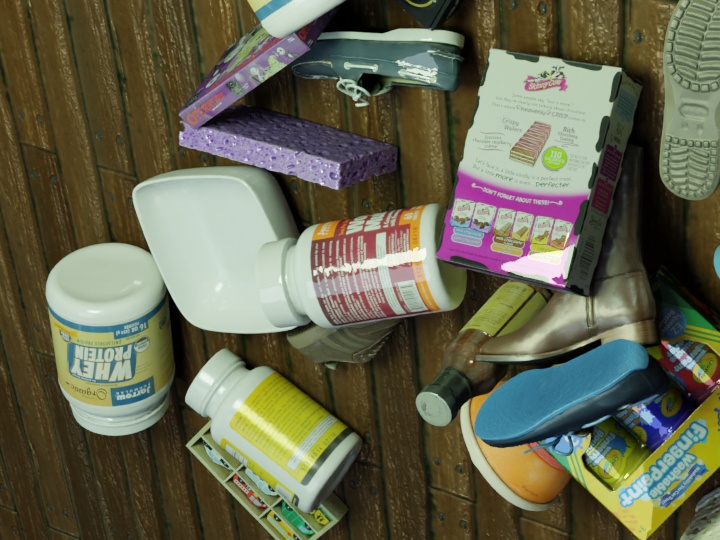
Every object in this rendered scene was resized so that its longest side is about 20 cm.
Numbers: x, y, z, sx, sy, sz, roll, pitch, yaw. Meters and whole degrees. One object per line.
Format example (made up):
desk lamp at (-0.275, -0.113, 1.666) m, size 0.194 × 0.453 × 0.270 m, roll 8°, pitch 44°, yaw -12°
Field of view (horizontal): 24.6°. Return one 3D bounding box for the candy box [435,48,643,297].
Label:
candy box at (0.161, -0.089, 1.486) m, size 0.136 × 0.061 × 0.201 m, roll 14°, pitch 88°, yaw 31°

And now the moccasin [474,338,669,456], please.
moccasin at (0.190, 0.127, 1.489) m, size 0.068 × 0.081 × 0.200 m, roll 34°, pitch 143°, yaw -30°

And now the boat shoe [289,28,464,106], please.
boat shoe at (0.012, -0.195, 1.594) m, size 0.199 × 0.075 × 0.062 m, roll 2°, pitch 85°, yaw 30°

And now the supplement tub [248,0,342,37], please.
supplement tub at (-0.066, -0.322, 1.437) m, size 0.144 × 0.145 × 0.201 m, roll -23°, pitch 101°, yaw 45°

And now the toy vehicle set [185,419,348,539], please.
toy vehicle set at (-0.118, 0.258, 2.066) m, size 0.200 × 0.027 × 0.124 m, roll 46°, pitch 137°, yaw 2°

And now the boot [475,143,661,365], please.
boot at (0.183, -0.017, 1.525) m, size 0.185 × 0.064 × 0.201 m, roll -10°, pitch 80°, yaw 23°

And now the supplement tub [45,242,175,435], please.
supplement tub at (-0.299, 0.084, 1.996) m, size 0.144 × 0.145 × 0.201 m, roll 20°, pitch 131°, yaw 26°

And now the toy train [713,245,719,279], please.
toy train at (0.405, 0.041, 1.459) m, size 0.200 × 0.085 × 0.116 m, roll 55°, pitch 147°, yaw -8°

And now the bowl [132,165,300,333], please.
bowl at (-0.142, -0.032, 1.839) m, size 0.199 × 0.075 × 0.201 m, roll -2°, pitch 118°, yaw 38°

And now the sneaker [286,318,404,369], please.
sneaker at (0.006, 0.059, 1.808) m, size 0.076 × 0.071 × 0.200 m, roll 43°, pitch 144°, yaw -23°

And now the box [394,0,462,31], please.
box at (0.034, -0.340, 1.493) m, size 0.200 × 0.049 × 0.161 m, roll 43°, pitch 135°, yaw 8°

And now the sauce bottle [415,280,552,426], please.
sauce bottle at (0.120, 0.079, 1.619) m, size 0.066 × 0.200 × 0.066 m, roll 22°, pitch 132°, yaw 27°

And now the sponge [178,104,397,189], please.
sponge at (-0.074, -0.129, 1.685) m, size 0.199 × 0.111 × 0.030 m, roll 17°, pitch 113°, yaw 28°

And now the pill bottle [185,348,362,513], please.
pill bottle at (-0.105, 0.183, 1.939) m, size 0.200 × 0.111 × 0.112 m, roll 37°, pitch 136°, yaw 10°

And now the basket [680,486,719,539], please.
basket at (0.421, 0.296, 1.569) m, size 0.198 × 0.161 × 0.200 m, roll 48°, pitch 135°, yaw 0°

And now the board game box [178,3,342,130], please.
board game box at (-0.092, -0.220, 1.628) m, size 0.032 × 0.120 × 0.200 m, roll 41°, pitch 139°, yaw -20°

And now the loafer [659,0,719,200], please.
loafer at (0.297, -0.162, 1.403) m, size 0.075 × 0.068 × 0.201 m, roll 18°, pitch 114°, yaw 22°

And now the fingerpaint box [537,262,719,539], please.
fingerpaint box at (0.276, 0.125, 1.559) m, size 0.167 × 0.073 × 0.200 m, roll 44°, pitch 108°, yaw 4°

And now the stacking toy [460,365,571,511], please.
stacking toy at (0.214, 0.139, 1.669) m, size 0.200 × 0.146 × 0.146 m, roll -37°, pitch 95°, yaw 29°

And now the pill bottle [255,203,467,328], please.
pill bottle at (0.000, 0.000, 1.685) m, size 0.199 × 0.110 × 0.110 m, roll -9°, pitch 116°, yaw 21°
